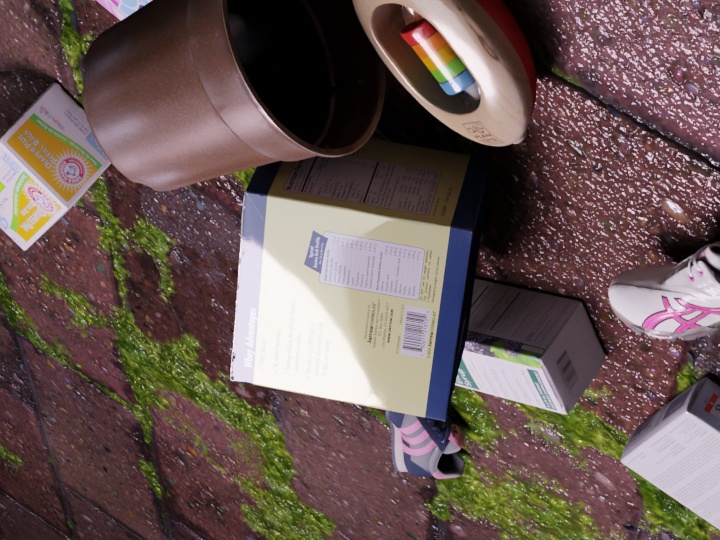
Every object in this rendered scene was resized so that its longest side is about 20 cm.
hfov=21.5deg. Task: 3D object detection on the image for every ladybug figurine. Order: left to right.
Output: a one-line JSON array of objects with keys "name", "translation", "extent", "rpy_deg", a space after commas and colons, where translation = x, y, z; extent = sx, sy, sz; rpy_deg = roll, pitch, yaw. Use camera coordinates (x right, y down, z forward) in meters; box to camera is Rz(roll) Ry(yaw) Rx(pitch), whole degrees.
[{"name": "ladybug figurine", "translation": [0.075, -0.186, 1.509], "extent": [0.201, 0.072, 0.135], "rpy_deg": [52, 152, -22]}]

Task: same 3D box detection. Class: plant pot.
[{"name": "plant pot", "translation": [-0.117, -0.166, 1.586], "extent": [0.197, 0.201, 0.201], "rpy_deg": [-17, 121, 36]}]

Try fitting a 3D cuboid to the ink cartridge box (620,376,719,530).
[{"name": "ink cartridge box", "translation": [0.360, 0.192, 1.764], "extent": [0.199, 0.050, 0.162], "rpy_deg": [32, 153, -2]}]

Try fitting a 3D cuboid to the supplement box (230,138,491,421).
[{"name": "supplement box", "translation": [0.000, 0.000, 1.679], "extent": [0.197, 0.135, 0.202], "rpy_deg": [10, 121, 6]}]

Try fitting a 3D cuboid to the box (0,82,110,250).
[{"name": "box", "translation": [-0.368, -0.116, 2.170], "extent": [0.112, 0.102, 0.200], "rpy_deg": [44, 154, -8]}]

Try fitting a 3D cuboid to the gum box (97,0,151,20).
[{"name": "gum box", "translation": [-0.189, -0.271, 1.730], "extent": [0.199, 0.066, 0.114], "rpy_deg": [40, 155, 1]}]

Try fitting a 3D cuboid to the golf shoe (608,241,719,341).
[{"name": "golf shoe", "translation": [0.286, 0.008, 1.539], "extent": [0.198, 0.073, 0.093], "rpy_deg": [2, 132, 38]}]

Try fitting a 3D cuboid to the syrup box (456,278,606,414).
[{"name": "syrup box", "translation": [0.128, 0.066, 1.820], "extent": [0.199, 0.082, 0.079], "rpy_deg": [12, 141, 42]}]

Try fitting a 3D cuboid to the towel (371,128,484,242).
[{"name": "towel", "translation": [0.020, -0.072, 1.802], "extent": [0.200, 0.035, 0.133], "rpy_deg": [42, 153, -2]}]

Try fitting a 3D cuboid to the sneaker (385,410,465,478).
[{"name": "sneaker", "translation": [0.075, 0.161, 2.074], "extent": [0.081, 0.071, 0.201], "rpy_deg": [12, 148, 16]}]
